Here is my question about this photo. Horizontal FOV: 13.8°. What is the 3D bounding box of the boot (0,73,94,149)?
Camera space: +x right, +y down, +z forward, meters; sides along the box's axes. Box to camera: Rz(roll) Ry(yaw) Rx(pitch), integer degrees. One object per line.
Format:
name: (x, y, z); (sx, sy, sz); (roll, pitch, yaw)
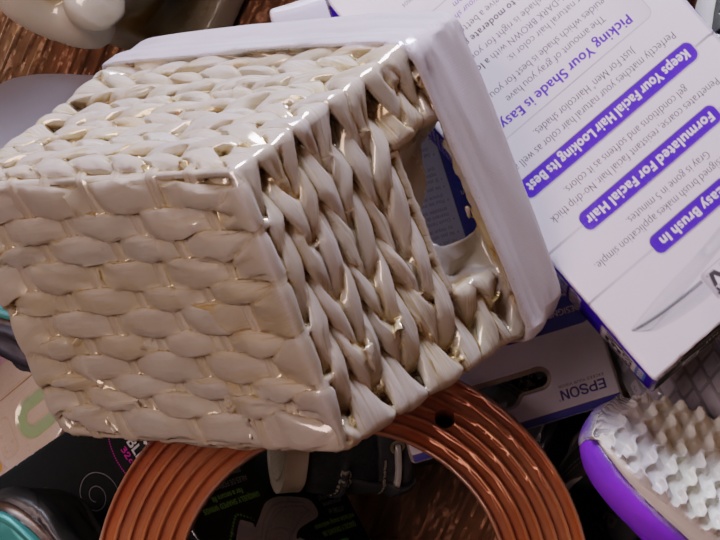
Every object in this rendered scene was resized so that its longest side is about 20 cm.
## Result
boot: (-0.088, -0.044, 1.429); (0.200, 0.096, 0.074); (6, 56, 29)

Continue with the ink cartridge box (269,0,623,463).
ink cartridge box: (0.036, -0.028, 1.241); (0.095, 0.037, 0.200); (-17, 93, 4)

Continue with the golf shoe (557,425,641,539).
golf shoe: (0.082, 0.156, 1.246); (0.078, 0.094, 0.200); (16, 95, 9)

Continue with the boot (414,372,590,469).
boot: (0.051, -0.004, 1.332); (0.132, 0.070, 0.200); (1, 94, 36)

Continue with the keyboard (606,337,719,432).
keyboard: (0.109, -0.003, 1.248); (0.056, 0.011, 0.200); (-62, 41, 40)

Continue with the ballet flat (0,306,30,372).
ballet flat: (-0.115, 0.036, 1.428); (0.200, 0.073, 0.073); (12, 90, 45)

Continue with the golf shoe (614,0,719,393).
golf shoe: (0.144, -0.038, 1.254); (0.088, 0.077, 0.200); (-3, 80, 43)

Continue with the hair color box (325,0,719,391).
hair color box: (0.091, -0.062, 1.175); (0.109, 0.065, 0.200); (-40, 82, -2)

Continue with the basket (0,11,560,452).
basket: (-0.045, -0.013, 1.159); (0.200, 0.123, 0.136); (-1, 117, 48)

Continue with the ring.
ring: (-0.007, 0.127, 1.192); (0.200, 0.019, 0.200); (0, 66, 0)

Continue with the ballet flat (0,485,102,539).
ballet flat: (-0.085, 0.167, 1.222); (0.068, 0.068, 0.200); (-41, 76, 28)

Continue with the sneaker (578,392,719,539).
sneaker: (0.151, 0.139, 1.177); (0.200, 0.070, 0.100); (40, 125, 0)

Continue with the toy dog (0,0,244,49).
toy dog: (-0.145, -0.190, 1.425); (0.140, 0.200, 0.194); (-53, 56, 18)

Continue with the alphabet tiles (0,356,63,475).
alphabet tiles: (-0.150, 0.064, 1.503); (0.196, 0.015, 0.200); (-37, 61, 27)

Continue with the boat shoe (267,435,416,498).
boat shoe: (0.000, 0.000, 1.301); (0.068, 0.072, 0.200); (5, 84, -7)

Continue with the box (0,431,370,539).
box: (-0.075, 0.165, 1.328); (0.149, 0.124, 0.200); (-35, 78, 30)
